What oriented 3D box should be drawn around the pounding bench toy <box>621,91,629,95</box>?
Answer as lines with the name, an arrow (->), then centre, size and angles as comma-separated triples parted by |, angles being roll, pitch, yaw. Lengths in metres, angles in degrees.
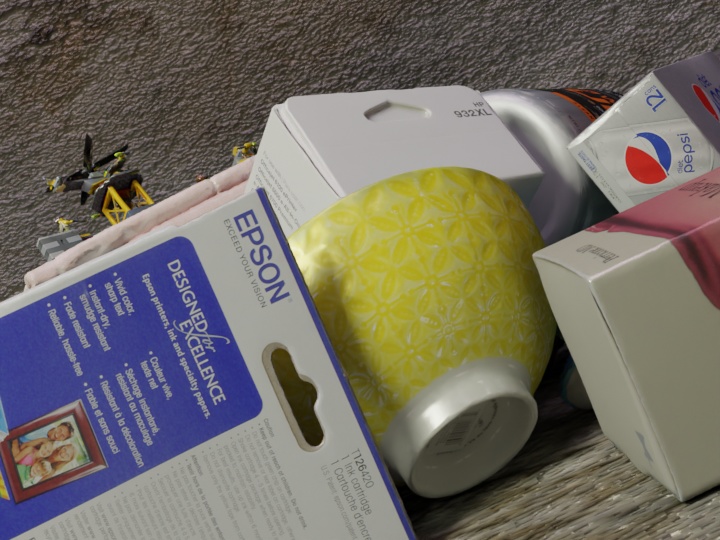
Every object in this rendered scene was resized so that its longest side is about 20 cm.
pounding bench toy -> 0.168, -0.054, 1.188 | 0.155, 0.125, 0.199 | -18, 9, 45

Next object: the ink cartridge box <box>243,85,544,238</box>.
ink cartridge box -> 0.000, 0.000, 0.847 | 0.144, 0.084, 0.201 | -9, -43, -33

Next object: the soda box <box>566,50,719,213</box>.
soda box -> 0.184, -0.077, 0.833 | 0.063, 0.068, 0.200 | -41, -5, 25

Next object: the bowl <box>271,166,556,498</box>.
bowl -> 0.033, 0.055, 0.772 | 0.199, 0.108, 0.201 | -22, -37, -18

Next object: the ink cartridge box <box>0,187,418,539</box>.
ink cartridge box -> -0.099, 0.091, 0.688 | 0.199, 0.199, 0.047 | -25, 7, -13

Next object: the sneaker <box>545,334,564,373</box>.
sneaker -> 0.066, 0.047, 0.993 | 0.199, 0.071, 0.098 | -16, 10, 41

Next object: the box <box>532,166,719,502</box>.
box -> 0.198, 0.005, 0.672 | 0.199, 0.110, 0.128 | -24, 7, -2

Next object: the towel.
towel -> -0.114, 0.026, 0.883 | 0.190, 0.032, 0.201 | -29, -26, -26

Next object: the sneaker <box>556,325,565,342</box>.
sneaker -> 0.200, -0.001, 0.854 | 0.118, 0.074, 0.200 | -22, -7, -42

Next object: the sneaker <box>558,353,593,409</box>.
sneaker -> 0.192, 0.016, 0.787 | 0.200, 0.081, 0.077 | -43, 2, 18

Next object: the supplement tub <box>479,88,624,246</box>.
supplement tub -> 0.135, -0.060, 0.963 | 0.122, 0.124, 0.199 | -20, -5, 33

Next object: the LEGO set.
LEGO set -> -0.140, -0.018, 0.955 | 0.153, 0.116, 0.201 | -25, -28, -33
